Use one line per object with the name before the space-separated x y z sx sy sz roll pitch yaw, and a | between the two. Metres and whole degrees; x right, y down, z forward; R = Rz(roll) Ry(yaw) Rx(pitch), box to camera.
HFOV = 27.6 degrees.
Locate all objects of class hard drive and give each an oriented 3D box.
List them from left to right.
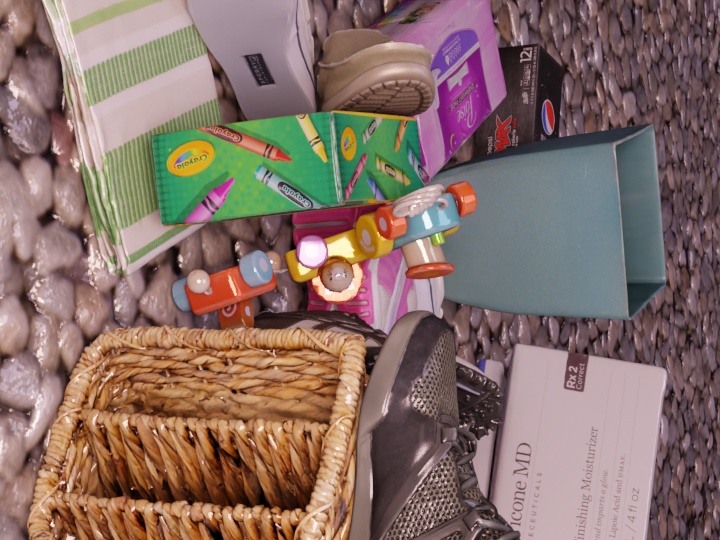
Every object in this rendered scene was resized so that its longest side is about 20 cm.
hard drive | 0.094 0.195 1.252 0.133 0.025 0.201 93 7 -46

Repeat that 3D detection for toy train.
toy train | -0.016 -0.002 0.965 0.150 0.198 0.056 -18 89 -67

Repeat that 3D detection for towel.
towel | -0.139 -0.115 0.929 0.152 0.023 0.202 -39 120 -57

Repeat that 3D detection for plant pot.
plant pot | 0.144 -0.041 1.251 0.141 0.198 0.143 -26 112 -63

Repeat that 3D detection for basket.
basket | -0.090 0.128 0.820 0.143 0.198 0.150 -48 132 -49

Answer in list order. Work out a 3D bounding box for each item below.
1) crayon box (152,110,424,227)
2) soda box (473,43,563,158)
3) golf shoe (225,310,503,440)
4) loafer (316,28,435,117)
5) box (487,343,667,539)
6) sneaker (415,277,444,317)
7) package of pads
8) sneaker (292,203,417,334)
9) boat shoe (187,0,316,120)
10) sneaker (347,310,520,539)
crayon box | -0.040 -0.067 0.955 0.200 0.117 0.059 -15 98 -72
soda box | 0.150 -0.111 1.413 0.071 0.063 0.202 27 66 -58
golf shoe | 0.004 0.061 1.006 0.095 0.198 0.079 -70 170 -60
loafer | 0.002 -0.140 1.045 0.200 0.075 0.069 170 -83 -75
box | 0.173 0.194 1.245 0.200 0.129 0.201 85 15 -68
sneaker | 0.042 0.040 1.196 0.071 0.072 0.203 13 77 -57
package of pads | 0.054 -0.159 1.227 0.200 0.075 0.122 -48 128 -52
sneaker | 0.000 0.000 1.126 0.088 0.081 0.203 -5 100 -62
boat shoe | -0.065 -0.184 0.997 0.203 0.074 0.087 67 22 -57
sneaker | 0.052 0.121 0.759 0.076 0.113 0.202 37 56 -58
